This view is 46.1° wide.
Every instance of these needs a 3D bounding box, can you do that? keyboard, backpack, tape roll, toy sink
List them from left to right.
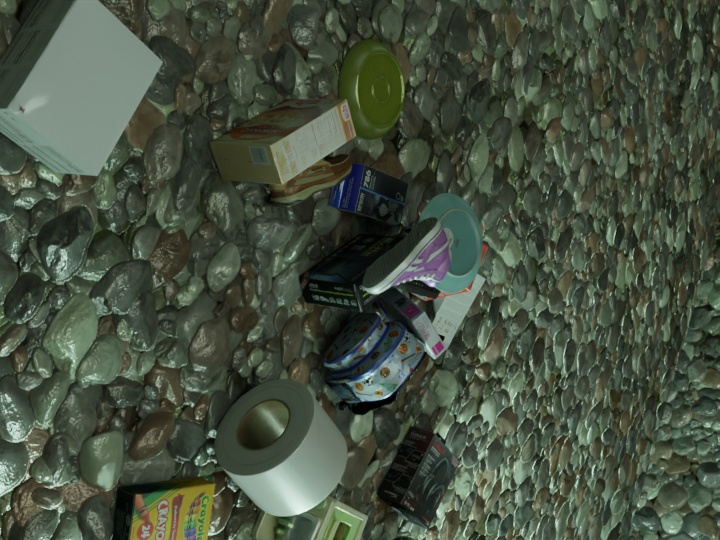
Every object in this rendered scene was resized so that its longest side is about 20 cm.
[{"bbox_3d":[-0.141,0.314,1.509,0.203,0.202,0.139,-54,134,-28],"label":"tape roll"},{"bbox_3d":[-0.094,0.506,1.668,0.200,0.112,0.131,43,64,-44],"label":"toy sink"},{"bbox_3d":[0.030,0.174,1.694,0.154,0.190,0.200,47,61,-25],"label":"backpack"},{"bbox_3d":[0.108,-0.020,1.646,0.200,0.021,0.128,17,82,-48],"label":"keyboard"}]

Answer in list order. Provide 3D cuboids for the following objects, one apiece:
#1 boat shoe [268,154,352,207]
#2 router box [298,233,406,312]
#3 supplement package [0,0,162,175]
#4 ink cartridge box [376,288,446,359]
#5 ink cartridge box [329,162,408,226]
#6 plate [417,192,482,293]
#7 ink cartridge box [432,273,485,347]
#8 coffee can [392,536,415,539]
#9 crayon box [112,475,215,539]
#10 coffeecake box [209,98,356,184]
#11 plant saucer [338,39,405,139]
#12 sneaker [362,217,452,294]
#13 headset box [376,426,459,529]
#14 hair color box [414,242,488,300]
[{"bbox_3d":[-0.093,-0.184,1.573,0.200,0.075,0.074,-35,119,-42],"label":"boat shoe"},{"bbox_3d":[0.000,0.000,1.655,0.200,0.149,0.062,-38,122,-39],"label":"router box"},{"bbox_3d":[-0.401,-0.257,1.168,0.156,0.111,0.201,42,66,-45],"label":"supplement package"},{"bbox_3d":[0.090,0.090,1.744,0.042,0.200,0.120,-40,127,-11],"label":"ink cartridge box"},{"bbox_3d":[0.021,-0.157,1.738,0.200,0.039,0.100,13,88,-49],"label":"ink cartridge box"},{"bbox_3d":[0.186,-0.055,1.681,0.200,0.026,0.201,1,88,-43],"label":"plate"},{"bbox_3d":[0.206,0.080,1.987,0.200,0.057,0.162,-58,151,4],"label":"ink cartridge box"},{"bbox_3d":[0.050,0.686,1.843,0.200,0.146,0.147,-10,105,-48],"label":"coffee can"},{"bbox_3d":[-0.320,0.422,1.434,0.200,0.051,0.128,6,92,-50],"label":"crayon box"},{"bbox_3d":[-0.131,-0.226,1.457,0.200,0.153,0.073,-39,125,-39],"label":"coffeecake box"},{"bbox_3d":[0.033,-0.367,1.719,0.200,0.031,0.201,-11,104,-48],"label":"plant saucer"},{"bbox_3d":[0.098,0.004,1.566,0.200,0.073,0.115,-39,120,-22],"label":"sneaker"},{"bbox_3d":[0.142,0.473,1.968,0.200,0.077,0.149,-58,135,-23],"label":"headset box"},{"bbox_3d":[0.183,-0.004,1.831,0.064,0.200,0.111,30,72,-19],"label":"hair color box"}]
